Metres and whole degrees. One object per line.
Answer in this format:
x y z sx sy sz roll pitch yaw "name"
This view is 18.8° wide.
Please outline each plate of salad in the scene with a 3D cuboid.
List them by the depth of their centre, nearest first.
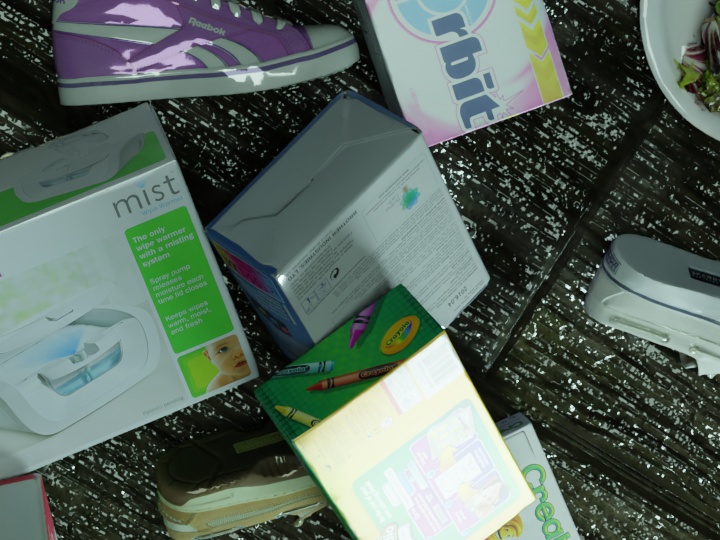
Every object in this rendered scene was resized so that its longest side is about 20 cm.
0.291 -0.180 1.498 0.200 0.048 0.200 -2 101 -11 "plate of salad"

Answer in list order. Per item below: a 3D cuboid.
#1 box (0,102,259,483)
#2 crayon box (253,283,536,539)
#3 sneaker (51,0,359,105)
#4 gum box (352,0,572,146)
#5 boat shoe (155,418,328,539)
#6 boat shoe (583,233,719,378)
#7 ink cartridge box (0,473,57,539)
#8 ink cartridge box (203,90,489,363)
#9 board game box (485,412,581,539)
-0.191 0.015 1.403 0.200 0.097 0.177 -22 123 -6 "box"
0.026 0.116 1.417 0.119 0.058 0.200 -36 136 -6 "crayon box"
-0.101 -0.171 1.418 0.200 0.073 0.114 -5 99 -9 "sneaker"
0.052 -0.194 1.442 0.113 0.066 0.200 -20 103 -5 "gum box"
-0.043 0.140 1.497 0.200 0.072 0.076 -10 130 -11 "boat shoe"
0.250 0.040 1.531 0.200 0.071 0.070 18 124 -17 "boat shoe"
-0.257 0.244 1.422 0.145 0.083 0.200 -13 129 -6 "ink cartridge box"
0.000 0.000 1.422 0.136 0.076 0.200 -45 140 -13 "ink cartridge box"
0.098 0.217 1.546 0.126 0.035 0.200 -25 104 -5 "board game box"
